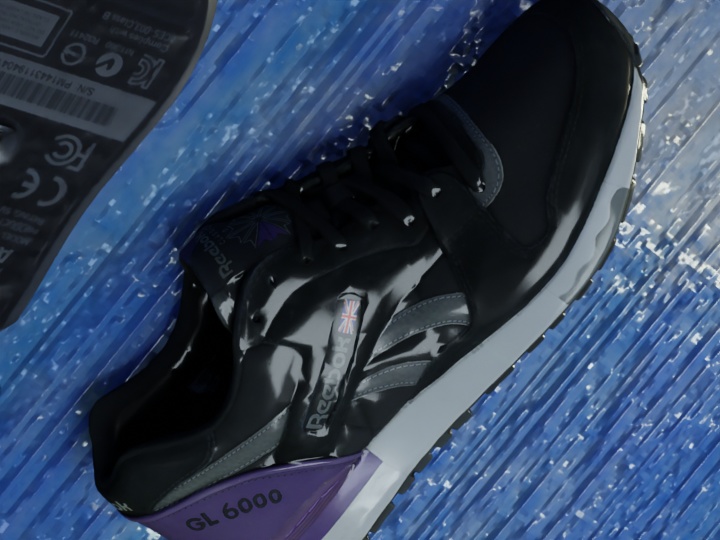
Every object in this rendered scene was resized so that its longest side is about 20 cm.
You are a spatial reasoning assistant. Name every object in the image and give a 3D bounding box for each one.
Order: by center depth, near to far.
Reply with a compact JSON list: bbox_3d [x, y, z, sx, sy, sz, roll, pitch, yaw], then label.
[{"bbox_3d":[-0.116,-0.035,0.715,0.138,0.053,0.200,22,116,-40],"label":"computer mouse"},{"bbox_3d":[0.000,0.000,0.800,0.087,0.076,0.200,28,102,-36],"label":"sneaker"}]
